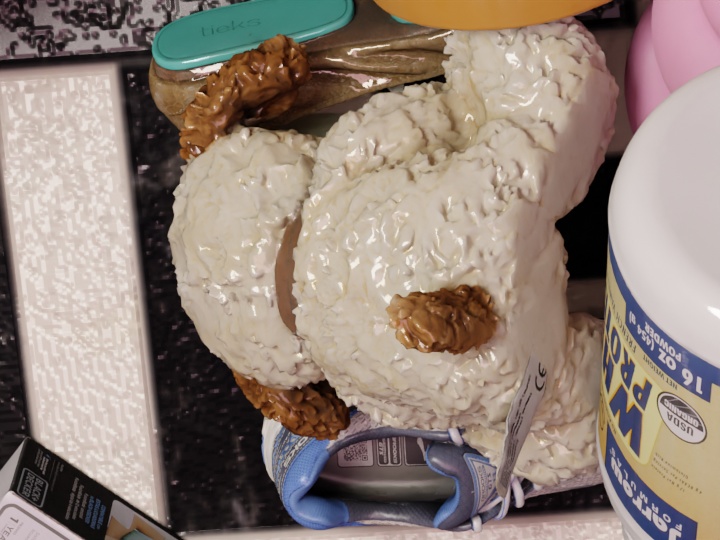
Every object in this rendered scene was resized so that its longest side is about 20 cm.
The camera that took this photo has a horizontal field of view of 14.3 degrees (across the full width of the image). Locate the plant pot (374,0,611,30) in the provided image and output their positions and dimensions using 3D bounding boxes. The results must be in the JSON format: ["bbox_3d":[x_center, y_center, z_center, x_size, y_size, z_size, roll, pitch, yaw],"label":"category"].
[{"bbox_3d":[0.047,-0.199,1.078,0.199,0.201,0.184,-9,122,5],"label":"plant pot"}]

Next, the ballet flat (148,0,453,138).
[{"bbox_3d":[0.013,-0.089,1.185,0.199,0.068,0.073,-17,126,7],"label":"ballet flat"}]

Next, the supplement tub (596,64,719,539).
[{"bbox_3d":[0.159,0.035,1.049,0.143,0.145,0.201,-1,140,2],"label":"supplement tub"}]

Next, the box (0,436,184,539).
[{"bbox_3d":[-0.103,0.181,1.289,0.199,0.060,0.117,34,108,-10],"label":"box"}]

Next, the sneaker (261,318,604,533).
[{"bbox_3d":[0.056,0.079,1.233,0.199,0.085,0.078,-12,110,5],"label":"sneaker"}]

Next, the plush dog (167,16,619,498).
[{"bbox_3d":[0.000,0.000,1.122,0.171,0.160,0.201,5,110,34],"label":"plush dog"}]

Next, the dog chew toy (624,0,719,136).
[{"bbox_3d":[0.164,-0.091,1.106,0.124,0.200,0.125,-1,71,3],"label":"dog chew toy"}]
